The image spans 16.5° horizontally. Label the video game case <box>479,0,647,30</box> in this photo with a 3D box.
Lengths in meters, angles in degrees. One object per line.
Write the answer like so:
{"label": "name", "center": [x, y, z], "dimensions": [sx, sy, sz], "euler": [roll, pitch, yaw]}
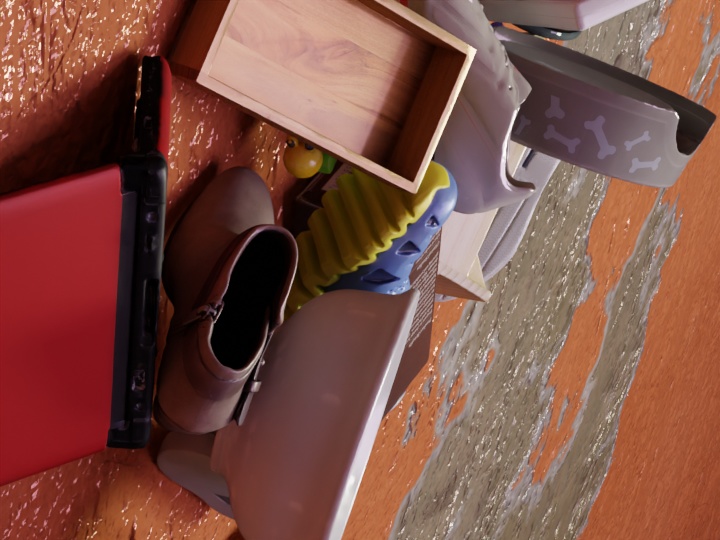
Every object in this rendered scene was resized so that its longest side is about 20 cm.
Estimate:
{"label": "video game case", "center": [0.175, -0.215, 1.734], "dimensions": [0.181, 0.200, 0.023], "euler": [-25, 108, -20]}

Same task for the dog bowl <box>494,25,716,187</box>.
{"label": "dog bowl", "center": [0.147, -0.116, 1.740], "dimensions": [0.200, 0.199, 0.059], "euler": [-9, 121, -68]}

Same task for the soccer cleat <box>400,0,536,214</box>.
{"label": "soccer cleat", "center": [0.072, -0.138, 1.635], "dimensions": [0.069, 0.077, 0.201], "euler": [-47, 131, -75]}

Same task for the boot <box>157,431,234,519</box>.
{"label": "boot", "center": [-0.080, 0.107, 1.676], "dimensions": [0.200, 0.073, 0.096], "euler": [65, 40, -71]}

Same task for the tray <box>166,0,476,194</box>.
{"label": "tray", "center": [-0.021, -0.126, 1.482], "dimensions": [0.200, 0.037, 0.099], "euler": [25, 87, -46]}

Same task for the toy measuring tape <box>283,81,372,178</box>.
{"label": "toy measuring tape", "center": [-0.009, -0.146, 1.582], "dimensions": [0.074, 0.073, 0.201], "euler": [82, 25, -56]}

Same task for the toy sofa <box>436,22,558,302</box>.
{"label": "toy sofa", "center": [0.079, -0.085, 1.857], "dimensions": [0.097, 0.083, 0.201], "euler": [29, 81, -27]}

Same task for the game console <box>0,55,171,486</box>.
{"label": "game console", "center": [-0.168, 0.002, 1.374], "dimensions": [0.173, 0.118, 0.201], "euler": [-94, -170, -52]}

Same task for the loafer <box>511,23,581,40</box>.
{"label": "loafer", "center": [0.147, -0.223, 1.884], "dimensions": [0.200, 0.071, 0.063], "euler": [-57, 168, -71]}

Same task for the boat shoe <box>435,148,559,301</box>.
{"label": "boat shoe", "center": [0.105, -0.062, 1.965], "dimensions": [0.200, 0.072, 0.071], "euler": [-53, -167, 2]}

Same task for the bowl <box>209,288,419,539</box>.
{"label": "bowl", "center": [-0.036, 0.093, 1.537], "dimensions": [0.201, 0.090, 0.202], "euler": [18, 90, -86]}

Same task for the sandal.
{"label": "sandal", "center": [0.000, 0.000, 1.616], "dimensions": [0.200, 0.087, 0.080], "euler": [-43, -143, 34]}

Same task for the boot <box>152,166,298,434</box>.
{"label": "boot", "center": [-0.071, 0.005, 1.443], "dimensions": [0.146, 0.070, 0.201], "euler": [134, -29, -62]}

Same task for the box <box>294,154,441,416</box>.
{"label": "box", "center": [0.004, 0.008, 1.746], "dimensions": [0.100, 0.075, 0.201], "euler": [-50, 153, -43]}
